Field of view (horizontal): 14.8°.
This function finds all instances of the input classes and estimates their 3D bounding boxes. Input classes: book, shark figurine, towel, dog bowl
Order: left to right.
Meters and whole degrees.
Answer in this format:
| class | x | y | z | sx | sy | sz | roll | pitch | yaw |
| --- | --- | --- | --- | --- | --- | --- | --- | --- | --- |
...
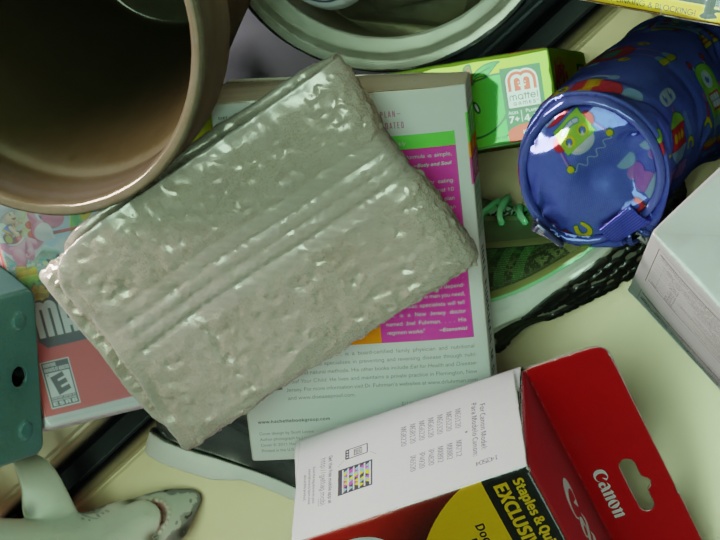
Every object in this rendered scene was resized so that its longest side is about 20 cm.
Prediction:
| class | x | y | z | sx | sy | sz | roll | pitch | yaw |
| --- | --- | --- | --- | --- | --- | --- | --- | --- | --- |
| shark figurine | -0.213 | 0.149 | 1.587 | 0.214 | 0.090 | 0.129 | 22 | 65 | 5 |
| towel | -0.053 | -0.006 | 1.409 | 0.200 | 0.035 | 0.133 | -32 | 106 | 17 |
| book | 0.000 | 0.000 | 1.442 | 0.133 | 0.048 | 0.201 | -2 | 109 | 9 |
| dog bowl | 0.022 | -0.207 | 1.501 | 0.199 | 0.074 | 0.201 | 1 | 94 | 16 |

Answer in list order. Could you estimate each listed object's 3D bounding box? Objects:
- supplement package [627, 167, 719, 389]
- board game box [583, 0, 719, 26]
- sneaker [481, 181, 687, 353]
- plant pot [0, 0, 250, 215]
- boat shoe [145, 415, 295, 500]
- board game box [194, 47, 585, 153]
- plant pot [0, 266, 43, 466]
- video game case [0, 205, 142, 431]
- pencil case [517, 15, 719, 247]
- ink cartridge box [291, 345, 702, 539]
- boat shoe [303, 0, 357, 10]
| class | x | y | z | sx | sy | sz | roll | pitch | yaw |
| --- | --- | --- | --- | --- | --- | --- | --- | --- | --- |
| supplement package | 0.239 | 0.001 | 1.369 | 0.152 | 0.200 | 0.151 | -42 | 82 | -4 |
| board game box | 0.176 | -0.154 | 1.395 | 0.165 | 0.200 | 0.057 | 13 | 98 | 14 |
| sneaker | 0.080 | -0.013 | 1.500 | 0.199 | 0.077 | 0.089 | -29 | 77 | 13 |
| plant pot | -0.135 | -0.153 | 1.417 | 0.199 | 0.174 | 0.201 | 10 | 117 | 19 |
| boat shoe | -0.024 | 0.094 | 1.533 | 0.199 | 0.074 | 0.061 | 14 | 101 | 23 |
| board game box | 0.018 | -0.080 | 1.493 | 0.199 | 0.102 | 0.048 | -8 | 91 | 15 |
| plant pot | -0.272 | 0.052 | 1.471 | 0.199 | 0.141 | 0.142 | 8 | 106 | 36 |
| video game case | -0.134 | -0.025 | 1.506 | 0.142 | 0.017 | 0.201 | -13 | 82 | -28 |
| pencil case | 0.143 | -0.072 | 1.412 | 0.078 | 0.200 | 0.087 | -26 | 97 | 27 |
| ink cartridge box | 0.083 | 0.156 | 1.448 | 0.175 | 0.084 | 0.200 | -20 | 124 | 15 |
| boat shoe | -0.006 | -0.235 | 1.435 | 0.073 | 0.065 | 0.201 | 13 | 96 | 14 |
